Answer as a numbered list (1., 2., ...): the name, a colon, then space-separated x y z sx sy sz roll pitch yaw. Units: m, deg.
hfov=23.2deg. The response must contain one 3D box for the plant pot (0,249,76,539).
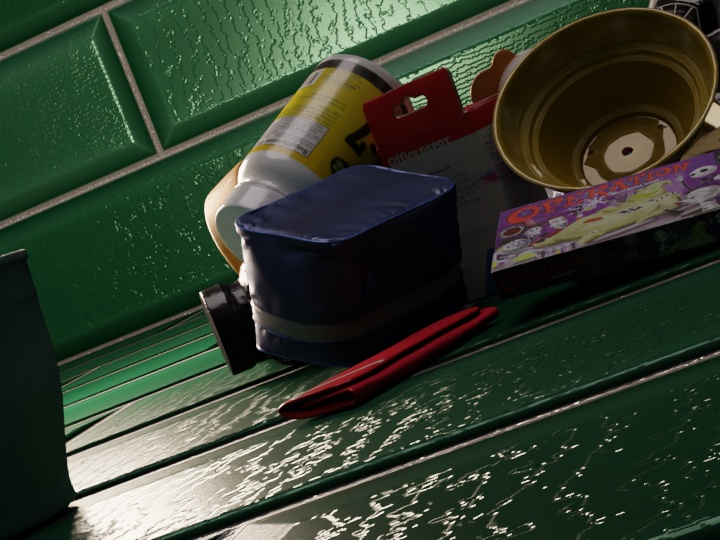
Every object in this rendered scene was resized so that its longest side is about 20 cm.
1. plant pot: -0.304 0.109 1.282 0.199 0.189 0.200 -22 2 1

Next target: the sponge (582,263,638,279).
1. sponge: 0.213 -0.027 1.420 0.111 0.030 0.200 -23 4 -4

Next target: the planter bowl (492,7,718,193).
1. planter bowl: 0.220 -0.124 1.505 0.199 0.084 0.202 -15 49 18

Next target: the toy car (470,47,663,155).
1. toy car: 0.202 -0.150 1.726 0.198 0.179 0.184 5 10 -6

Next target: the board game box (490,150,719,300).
1. board game box: 0.197 -0.038 1.303 0.198 0.033 0.120 -16 16 14

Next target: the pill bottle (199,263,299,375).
1. pill bottle: -0.046 0.022 1.657 0.199 0.113 0.112 -22 3 -8

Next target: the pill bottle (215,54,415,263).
1. pill bottle: -0.042 -0.094 1.607 0.114 0.114 0.201 -18 32 54

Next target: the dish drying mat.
1. dish drying mat: 0.024 0.065 1.287 0.076 0.018 0.200 -21 3 38

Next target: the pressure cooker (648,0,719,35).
1. pressure cooker: 0.385 -0.211 1.891 0.177 0.202 0.176 12 -2 3

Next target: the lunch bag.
1. lunch bag: 0.000 0.000 1.488 0.135 0.133 0.199 13 28 42

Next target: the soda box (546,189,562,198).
1. soda box: 0.125 -0.071 1.659 0.199 0.063 0.071 6 57 32

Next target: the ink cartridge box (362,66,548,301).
1. ink cartridge box: 0.093 -0.080 1.562 0.116 0.201 0.067 -19 6 43

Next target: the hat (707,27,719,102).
1. hat: 0.410 -0.174 1.738 0.199 0.081 0.201 -8 35 6

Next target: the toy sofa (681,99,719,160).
1. toy sofa: 0.339 -0.104 1.523 0.083 0.098 0.200 -47 6 -6

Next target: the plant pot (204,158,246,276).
1. plant pot: -0.028 -0.072 1.803 0.183 0.200 0.200 -45 -6 22
